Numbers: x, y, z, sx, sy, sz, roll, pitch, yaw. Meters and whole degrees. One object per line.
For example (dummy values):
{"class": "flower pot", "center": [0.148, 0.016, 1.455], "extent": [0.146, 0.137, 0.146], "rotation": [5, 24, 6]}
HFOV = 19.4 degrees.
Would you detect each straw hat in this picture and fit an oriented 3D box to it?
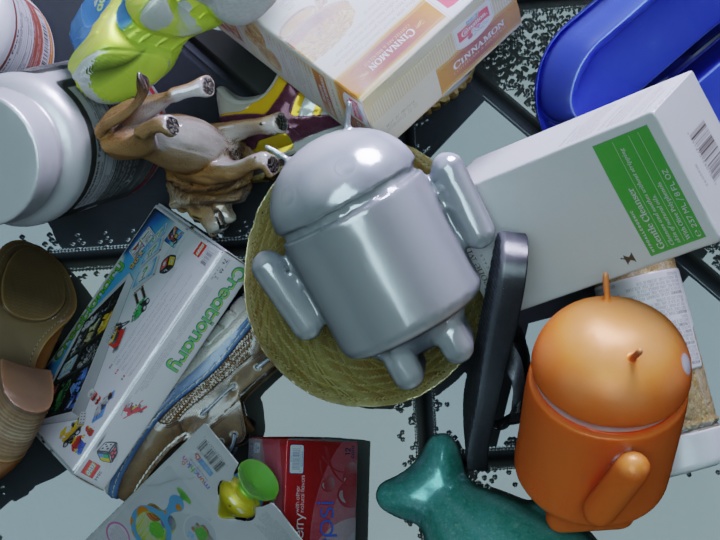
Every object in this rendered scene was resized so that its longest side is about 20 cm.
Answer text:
{"class": "straw hat", "center": [0.000, 0.000, 1.596], "extent": [0.201, 0.085, 0.201], "rotation": [0, 92, -10]}

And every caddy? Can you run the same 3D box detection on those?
{"class": "caddy", "center": [0.227, -0.151, 1.584], "extent": [0.200, 0.105, 0.141], "rotation": [-40, 107, 1]}

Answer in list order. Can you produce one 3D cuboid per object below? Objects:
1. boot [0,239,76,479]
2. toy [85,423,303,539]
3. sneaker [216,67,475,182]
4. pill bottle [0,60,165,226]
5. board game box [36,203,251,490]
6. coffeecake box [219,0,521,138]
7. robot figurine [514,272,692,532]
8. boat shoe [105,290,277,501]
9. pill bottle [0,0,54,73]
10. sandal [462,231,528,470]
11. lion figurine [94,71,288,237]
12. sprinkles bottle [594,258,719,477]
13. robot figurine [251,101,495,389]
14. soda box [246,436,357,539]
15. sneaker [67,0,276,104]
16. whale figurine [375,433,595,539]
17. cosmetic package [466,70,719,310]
{"class": "boot", "center": [-0.283, 0.086, 1.622], "extent": [0.077, 0.200, 0.155], "rotation": [18, 131, -28]}
{"class": "toy", "center": [-0.123, 0.203, 1.589], "extent": [0.115, 0.047, 0.200], "rotation": [49, 130, 5]}
{"class": "sneaker", "center": [-0.014, -0.140, 1.617], "extent": [0.200, 0.075, 0.090], "rotation": [-23, 89, 2]}
{"class": "pill bottle", "center": [-0.233, -0.094, 1.559], "extent": [0.114, 0.200, 0.114], "rotation": [4, 102, 20]}
{"class": "board game box", "center": [-0.174, 0.055, 1.596], "extent": [0.035, 0.126, 0.200], "rotation": [34, 90, -34]}
{"class": "coffeecake box", "center": [-0.005, -0.206, 1.573], "extent": [0.154, 0.073, 0.200], "rotation": [-43, 60, -13]}
{"class": "robot figurine", "center": [0.172, 0.101, 1.487], "extent": [0.117, 0.200, 0.144], "rotation": [24, 46, 21]}
{"class": "boat shoe", "center": [-0.115, 0.106, 1.609], "extent": [0.072, 0.072, 0.200], "rotation": [38, 90, 6]}
{"class": "pill bottle", "center": [-0.305, -0.179, 1.583], "extent": [0.112, 0.200, 0.112], "rotation": [0, 85, 5]}
{"class": "sandal", "center": [0.104, 0.067, 1.514], "extent": [0.043, 0.076, 0.200], "rotation": [7, 125, -4]}
{"class": "lion figurine", "center": [-0.135, -0.092, 1.536], "extent": [0.122, 0.200, 0.073], "rotation": [-10, 63, 35]}
{"class": "sprinkles bottle", "center": [0.220, 0.054, 1.584], "extent": [0.068, 0.068, 0.200], "rotation": [-15, 85, 4]}
{"class": "robot figurine", "center": [0.009, -0.016, 1.496], "extent": [0.170, 0.113, 0.200], "rotation": [-28, 96, 3]}
{"class": "soda box", "center": [-0.047, 0.226, 1.585], "extent": [0.063, 0.070, 0.200], "rotation": [5, 84, -29]}
{"class": "sneaker", "center": [-0.135, -0.209, 1.530], "extent": [0.200, 0.076, 0.105], "rotation": [-34, 41, -1]}
{"class": "whale figurine", "center": [0.098, 0.213, 1.566], "extent": [0.159, 0.104, 0.200], "rotation": [-42, 79, 1]}
{"class": "cosmetic package", "center": [0.165, -0.052, 1.505], "extent": [0.200, 0.085, 0.108], "rotation": [-23, 103, 37]}
